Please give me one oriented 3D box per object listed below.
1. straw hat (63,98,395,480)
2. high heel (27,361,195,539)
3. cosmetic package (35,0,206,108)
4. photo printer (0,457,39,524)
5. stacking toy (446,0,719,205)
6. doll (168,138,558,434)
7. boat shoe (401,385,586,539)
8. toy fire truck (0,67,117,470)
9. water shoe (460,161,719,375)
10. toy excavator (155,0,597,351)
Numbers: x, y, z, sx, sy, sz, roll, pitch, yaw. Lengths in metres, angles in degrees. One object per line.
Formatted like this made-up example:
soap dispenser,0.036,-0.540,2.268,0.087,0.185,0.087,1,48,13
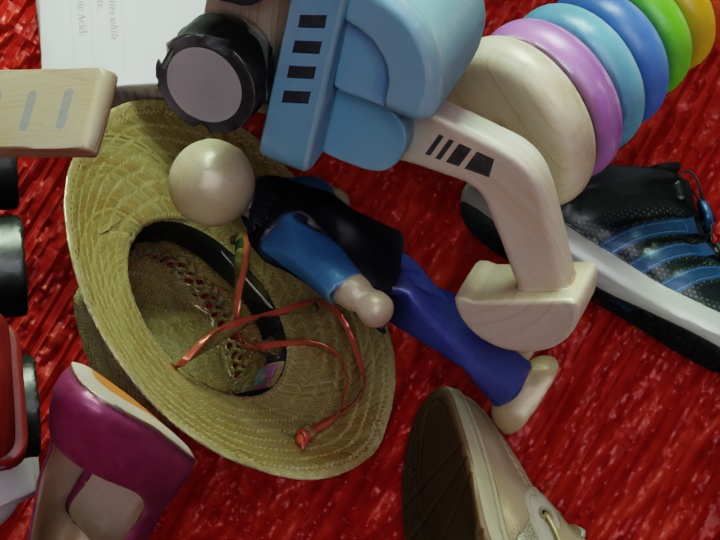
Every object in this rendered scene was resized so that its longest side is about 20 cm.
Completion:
straw hat,-0.084,0.027,1.083,0.085,0.201,0.202,-32,85,36
high heel,-0.126,0.103,1.024,0.067,0.200,0.096,38,78,5
cosmetic package,-0.053,-0.136,1.107,0.199,0.081,0.113,-6,83,-2
photo printer,-0.259,0.074,1.086,0.199,0.069,0.167,-25,86,-4
stacking toy,0.133,-0.111,1.091,0.200,0.085,0.085,-35,86,-31
doll,0.000,0.000,1.065,0.200,0.137,0.049,33,105,-17
boat shoe,0.074,0.141,1.070,0.065,0.072,0.200,4,46,-28
toy fire truck,-0.168,-0.009,0.968,0.128,0.200,0.177,-4,78,-11
water shoe,0.147,-0.012,1.107,0.199,0.072,0.079,29,82,0
toy excavator,0.020,-0.073,0.999,0.199,0.100,0.195,22,126,11
